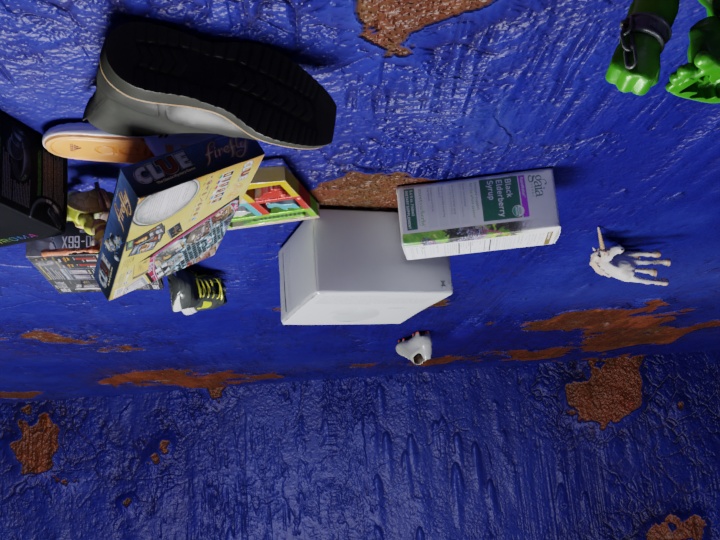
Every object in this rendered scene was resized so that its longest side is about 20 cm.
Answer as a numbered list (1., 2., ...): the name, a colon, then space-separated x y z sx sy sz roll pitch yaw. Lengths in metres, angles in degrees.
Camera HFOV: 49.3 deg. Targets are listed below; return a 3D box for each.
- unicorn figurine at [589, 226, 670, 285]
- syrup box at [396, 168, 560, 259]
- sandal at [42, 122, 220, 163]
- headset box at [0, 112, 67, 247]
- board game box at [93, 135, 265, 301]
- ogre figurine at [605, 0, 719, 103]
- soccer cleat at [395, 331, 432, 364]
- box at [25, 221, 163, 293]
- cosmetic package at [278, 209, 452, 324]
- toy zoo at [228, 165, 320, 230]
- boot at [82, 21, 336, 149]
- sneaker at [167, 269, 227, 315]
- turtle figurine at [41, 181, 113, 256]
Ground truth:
1. unicorn figurine: 0.446 -0.012 1.321 0.136 0.075 0.200 5 172 5
2. syrup box: 0.150 -0.070 1.005 0.198 0.080 0.081 -6 165 7
3. sandal: -0.212 -0.106 0.793 0.205 0.060 0.079 -1 165 -16
4. headset box: -0.406 -0.090 0.728 0.172 0.094 0.200 -9 164 12
5. board game box: -0.184 -0.052 0.773 0.135 0.035 0.200 -27 166 -35
6. ogre figurine: 0.265 -0.181 0.540 0.198 0.121 0.098 -11 160 17
7. soccer cleat: 0.141 0.217 2.098 0.069 0.078 0.200 -1 165 -15
8. box: -0.366 -0.016 1.107 0.156 0.050 0.200 -2 165 -9
9. cosmetic package: 0.000 0.000 1.139 0.198 0.124 0.200 1 166 -20
10. toy zoo: -0.134 -0.088 0.943 0.130 0.021 0.200 -7 169 9
11. boot: -0.134 -0.142 0.684 0.199 0.078 0.138 17 162 -26
12. sneaker: -0.266 0.027 1.289 0.084 0.075 0.200 -9 175 -5
13. turtle figurine: -0.288 -0.068 0.878 0.160 0.065 0.200 -6 -160 -34
